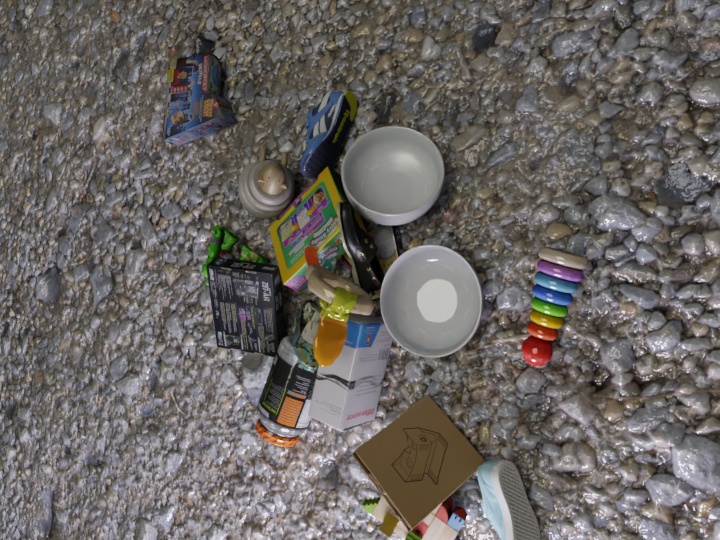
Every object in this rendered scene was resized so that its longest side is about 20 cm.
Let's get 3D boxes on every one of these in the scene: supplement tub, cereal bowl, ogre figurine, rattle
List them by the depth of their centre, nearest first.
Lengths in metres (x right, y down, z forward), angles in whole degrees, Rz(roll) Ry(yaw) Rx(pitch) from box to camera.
[{"bbox_3d":[-0.069,0.060,1.138,0.199,0.128,0.147,34,121,45],"label":"rattle"},{"bbox_3d":[0.137,0.056,1.146,0.194,0.083,0.206,0,89,19],"label":"cereal bowl"},{"bbox_3d":[0.063,-0.172,1.183,0.194,0.084,0.205,-2,63,5],"label":"cereal bowl"},{"bbox_3d":[-0.142,0.252,1.278,0.121,0.122,0.204,27,99,28],"label":"supplement tub"},{"bbox_3d":[-0.298,-0.012,1.400,0.198,0.098,0.121,34,93,12],"label":"ogre figurine"}]

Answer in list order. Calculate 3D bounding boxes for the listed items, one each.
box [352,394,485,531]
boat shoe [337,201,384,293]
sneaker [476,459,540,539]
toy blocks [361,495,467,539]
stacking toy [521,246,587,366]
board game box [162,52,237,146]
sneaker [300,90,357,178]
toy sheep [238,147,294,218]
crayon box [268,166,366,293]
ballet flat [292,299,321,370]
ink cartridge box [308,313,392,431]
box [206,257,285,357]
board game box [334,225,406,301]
[{"bbox_3d":[0.106,0.338,1.101,0.164,0.197,0.022,48,144,22],"label":"box"},{"bbox_3d":[0.001,-0.045,1.159,0.061,0.074,0.205,-11,125,12],"label":"boat shoe"},{"bbox_3d":[0.257,0.433,1.081,0.081,0.072,0.206,-20,80,57],"label":"sneaker"},{"bbox_3d":[0.118,0.430,1.127,0.197,0.100,0.139,31,105,14],"label":"toy blocks"},{"bbox_3d":[0.323,0.067,1.053,0.084,0.085,0.206,18,99,29],"label":"stacking toy"},{"bbox_3d":[-0.389,-0.416,1.499,0.195,0.061,0.206,4,88,29],"label":"board game box"},{"bbox_3d":[-0.081,-0.291,1.303,0.081,0.074,0.204,23,83,30],"label":"sneaker"},{"bbox_3d":[-0.207,-0.181,1.343,0.200,0.134,0.142,139,119,-66],"label":"toy sheep"},{"bbox_3d":[-0.095,-0.085,1.280,0.199,0.058,0.175,-42,47,21],"label":"crayon box"},{"bbox_3d":[-0.100,0.119,1.236,0.075,0.073,0.201,-53,23,16],"label":"ballet flat"},{"bbox_3d":[-0.015,0.193,1.196,0.082,0.144,0.206,14,93,29],"label":"ink cartridge box"},{"bbox_3d":[-0.246,0.081,1.327,0.156,0.044,0.205,6,116,17],"label":"box"},{"bbox_3d":[0.000,0.000,1.264,0.196,0.034,0.139,-16,79,28],"label":"board game box"}]
